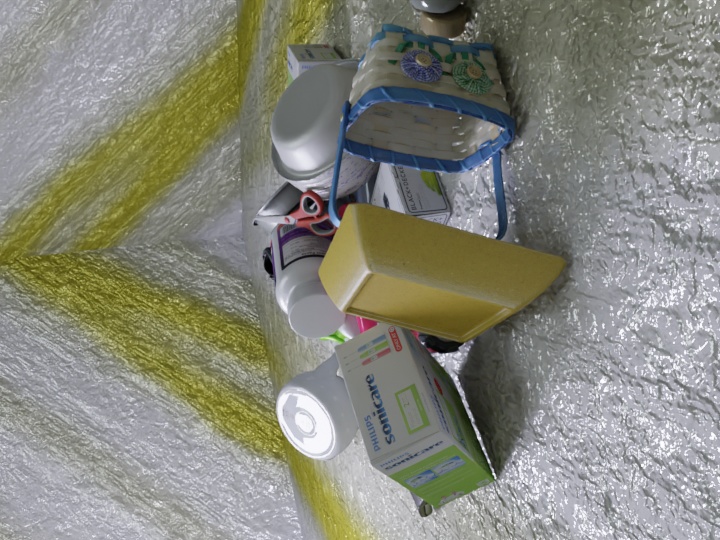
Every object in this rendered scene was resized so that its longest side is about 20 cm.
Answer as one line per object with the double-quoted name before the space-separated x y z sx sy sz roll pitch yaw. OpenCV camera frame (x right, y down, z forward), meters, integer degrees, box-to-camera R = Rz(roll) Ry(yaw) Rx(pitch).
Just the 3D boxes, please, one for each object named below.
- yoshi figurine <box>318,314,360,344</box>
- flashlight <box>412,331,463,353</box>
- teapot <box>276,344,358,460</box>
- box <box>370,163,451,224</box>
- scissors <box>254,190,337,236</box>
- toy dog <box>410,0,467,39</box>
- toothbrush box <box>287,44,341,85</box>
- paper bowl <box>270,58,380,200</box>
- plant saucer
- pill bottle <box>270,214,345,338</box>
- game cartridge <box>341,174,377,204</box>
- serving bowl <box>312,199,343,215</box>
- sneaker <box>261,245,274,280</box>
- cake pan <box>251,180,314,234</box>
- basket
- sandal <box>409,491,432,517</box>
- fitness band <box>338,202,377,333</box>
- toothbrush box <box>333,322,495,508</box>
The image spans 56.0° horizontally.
"yoshi figurine" -0.013 0.091 1.150 0.112 0.112 0.200 4 138 35
"flashlight" 0.083 0.078 0.885 0.200 0.068 0.068 148 140 -75
"teapot" -0.072 0.296 1.446 0.200 0.146 0.198 -40 82 40
"box" 0.056 -0.062 0.927 0.200 0.060 0.117 104 155 -55
"scissors" -0.099 -0.071 1.019 0.200 0.014 0.073 -14 117 54
"toy dog" 0.055 -0.330 0.729 0.200 0.096 0.133 -119 26 -55
"toothbrush box" -0.088 -0.309 1.275 0.146 0.086 0.201 -114 22 -59
"paper bowl" -0.048 -0.211 0.969 0.200 0.104 0.202 -22 54 33
"plant saucer" 0.063 0.018 0.654 0.200 0.199 0.049 122 162 -68
"pill bottle" -0.076 0.006 1.030 0.200 0.111 0.112 -105 15 -52
"game cartridge" -0.001 -0.131 1.169 0.200 0.041 0.134 -160 68 -74
"serving bowl" -0.045 -0.037 1.223 0.200 0.066 0.201 158 90 -81
"sneaker" -0.128 -0.021 1.226 0.200 0.099 0.071 114 131 -80
"cake pan" -0.098 -0.132 1.149 0.037 0.200 0.200 48 163 -1
"basket" 0.058 -0.127 0.662 0.139 0.175 0.201 151 122 -71
"sandal" 0.095 0.300 0.975 0.201 0.057 0.080 79 171 -62
"fitness band" 0.000 0.000 0.990 0.144 0.037 0.201 118 142 -84
"toothbrush box" 0.065 0.166 0.771 0.200 0.086 0.146 48 -163 -49
